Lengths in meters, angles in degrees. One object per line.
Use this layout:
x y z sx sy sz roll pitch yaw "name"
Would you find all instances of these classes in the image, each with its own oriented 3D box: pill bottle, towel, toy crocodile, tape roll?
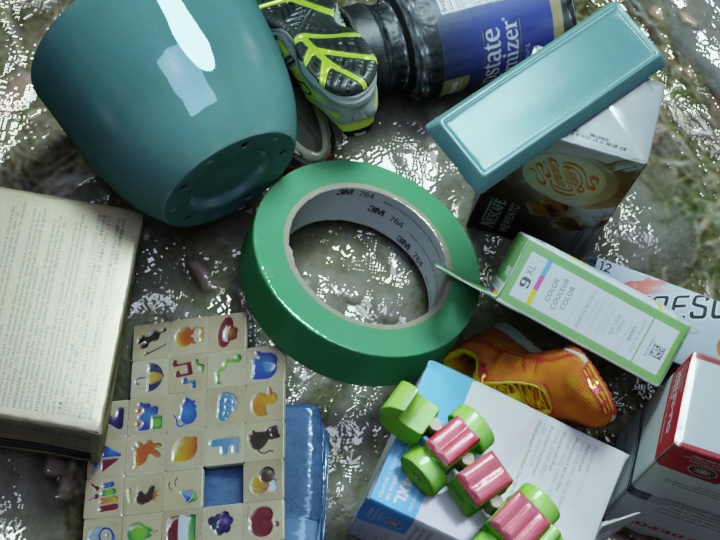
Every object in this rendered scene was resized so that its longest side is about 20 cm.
0.082 -0.216 1.476 0.199 0.112 0.112 -17 72 -14 "pill bottle"
-0.084 0.206 1.317 0.111 0.049 0.201 2 66 3 "towel"
0.092 0.162 1.220 0.067 0.062 0.200 -38 80 -18 "toy crocodile"
0.000 0.000 1.382 0.199 0.048 0.202 12 51 -15 "tape roll"

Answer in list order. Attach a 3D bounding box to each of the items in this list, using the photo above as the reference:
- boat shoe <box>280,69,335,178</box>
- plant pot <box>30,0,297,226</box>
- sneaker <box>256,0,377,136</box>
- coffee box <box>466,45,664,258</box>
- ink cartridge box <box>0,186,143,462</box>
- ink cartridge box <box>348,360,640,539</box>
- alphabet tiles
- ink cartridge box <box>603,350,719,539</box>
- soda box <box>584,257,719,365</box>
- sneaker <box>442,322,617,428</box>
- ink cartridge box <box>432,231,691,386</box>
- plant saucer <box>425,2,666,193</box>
-0.078 -0.168 1.460 0.071 0.063 0.201 -21 72 -14 "boat shoe"
-0.144 -0.136 1.355 0.200 0.201 0.161 -27 70 -17 "plant pot"
-0.042 -0.191 1.423 0.075 0.077 0.201 -17 47 -9 "sneaker"
0.168 -0.095 1.394 0.114 0.200 0.080 17 67 -2 "coffee box"
-0.271 0.040 1.336 0.163 0.075 0.201 10 63 -4 "ink cartridge box"
0.110 0.184 1.316 0.199 0.129 0.126 26 68 2 "ink cartridge box"
-0.140 0.129 1.329 0.166 0.008 0.201 -7 60 12 "alphabet tiles"
0.291 0.156 1.318 0.143 0.200 0.084 18 64 -1 "ink cartridge box"
0.278 0.050 1.418 0.199 0.068 0.064 20 91 -1 "soda box"
0.136 0.097 1.334 0.077 0.200 0.073 -30 108 -20 "sneaker"
0.159 0.017 1.331 0.199 0.104 0.060 28 94 -1 "ink cartridge box"
0.148 -0.140 1.290 0.199 0.019 0.070 -34 78 -19 "plant saucer"
